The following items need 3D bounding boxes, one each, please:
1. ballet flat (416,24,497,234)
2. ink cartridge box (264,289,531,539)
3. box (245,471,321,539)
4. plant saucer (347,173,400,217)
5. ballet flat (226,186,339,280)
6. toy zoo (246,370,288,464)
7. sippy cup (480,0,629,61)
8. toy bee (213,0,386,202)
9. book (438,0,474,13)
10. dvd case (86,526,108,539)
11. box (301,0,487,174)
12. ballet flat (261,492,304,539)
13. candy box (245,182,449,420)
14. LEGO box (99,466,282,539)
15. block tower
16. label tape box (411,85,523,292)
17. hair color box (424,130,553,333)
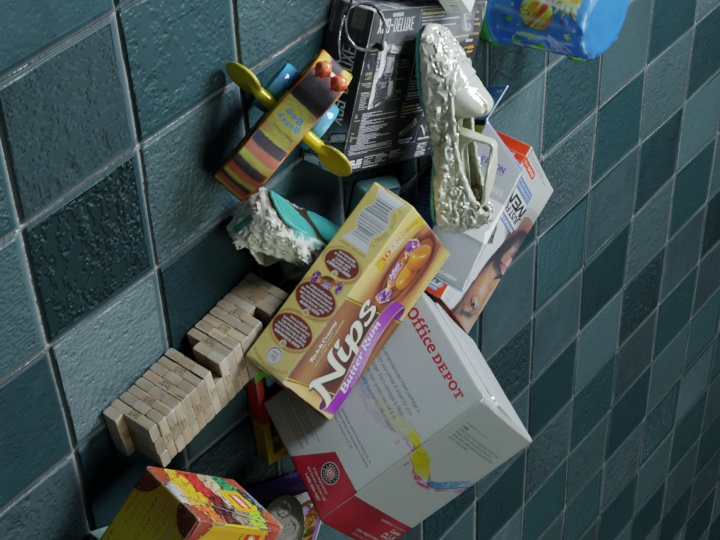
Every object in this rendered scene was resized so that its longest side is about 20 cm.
[{"bbox_3d":[0.096,-0.133,1.388,0.071,0.071,0.203,-28,119,-45],"label":"ballet flat"},{"bbox_3d":[0.040,0.149,1.466,0.199,0.146,0.145,-36,146,10],"label":"ink cartridge box"},{"bbox_3d":[-0.116,0.295,1.560,0.199,0.039,0.139,-9,119,-55],"label":"box"},{"bbox_3d":[0.000,0.000,1.543,0.070,0.019,0.202,-17,127,-51],"label":"plant saucer"},{"bbox_3d":[-0.062,-0.025,1.395,0.072,0.071,0.200,-62,148,-2],"label":"ballet flat"},{"bbox_3d":[-0.058,0.113,1.515,0.131,0.020,0.202,-34,139,-28],"label":"toy zoo"},{"bbox_3d":[0.203,-0.283,1.534,0.177,0.129,0.141,-15,124,-52],"label":"sippy cup"},{"bbox_3d":[-0.053,-0.148,1.251,0.109,0.129,0.202,-152,-99,-80],"label":"toy bee"},{"bbox_3d":[0.065,-0.334,1.324,0.200,0.047,0.135,36,60,-63],"label":"book"},{"bbox_3d":[-0.228,0.328,1.429,0.145,0.022,0.202,-8,120,-55],"label":"dvd case"},{"bbox_3d":[0.035,-0.184,1.425,0.199,0.049,0.160,-19,127,-52],"label":"box"},{"bbox_3d":[-0.113,0.318,1.509,0.067,0.046,0.202,18,92,-28],"label":"ballet flat"},{"bbox_3d":[-0.009,0.031,1.387,0.201,0.056,0.117,-54,150,-6],"label":"candy box"},{"bbox_3d":[-0.182,0.286,1.340,0.201,0.077,0.149,-56,151,5],"label":"LEGO box"},{"bbox_3d":[-0.142,0.091,1.351,0.200,0.057,0.054,-44,144,-29],"label":"block tower"},{"bbox_3d":[0.110,-0.086,1.527,0.202,0.066,0.143,-61,-169,0],"label":"label tape box"},{"bbox_3d":[0.134,-0.043,1.675,0.201,0.064,0.111,-57,150,-9],"label":"hair color box"}]
